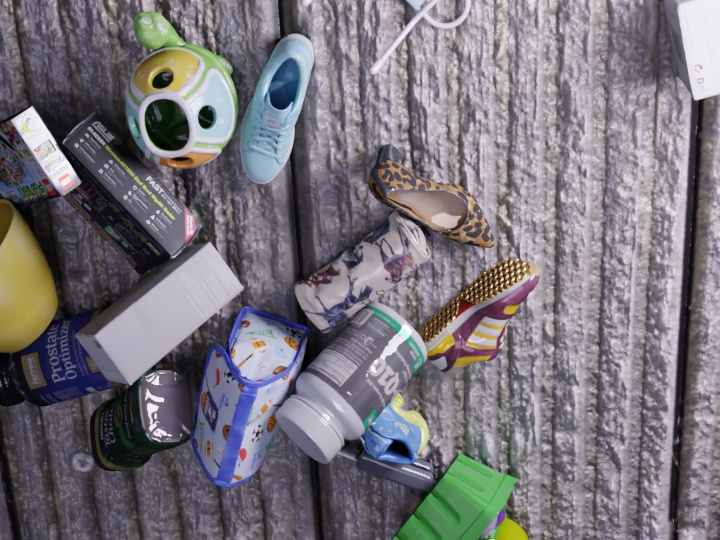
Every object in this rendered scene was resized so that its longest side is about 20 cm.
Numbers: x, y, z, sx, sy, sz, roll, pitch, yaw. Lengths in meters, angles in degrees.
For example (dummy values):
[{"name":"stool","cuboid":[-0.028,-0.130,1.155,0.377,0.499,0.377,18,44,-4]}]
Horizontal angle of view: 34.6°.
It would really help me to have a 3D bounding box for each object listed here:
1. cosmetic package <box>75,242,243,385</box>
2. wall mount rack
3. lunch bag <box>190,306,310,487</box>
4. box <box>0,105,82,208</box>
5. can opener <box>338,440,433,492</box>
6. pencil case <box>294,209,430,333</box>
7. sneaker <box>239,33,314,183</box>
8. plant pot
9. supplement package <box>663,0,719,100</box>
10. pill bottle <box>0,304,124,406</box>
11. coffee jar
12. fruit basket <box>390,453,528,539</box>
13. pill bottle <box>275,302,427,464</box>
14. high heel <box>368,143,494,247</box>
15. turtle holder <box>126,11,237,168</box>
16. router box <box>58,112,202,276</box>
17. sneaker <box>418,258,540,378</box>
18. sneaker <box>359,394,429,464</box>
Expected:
[{"name":"cosmetic package","cuboid":[-0.263,0.055,1.507,0.200,0.107,0.091,-43,107,-20]},{"name":"wall mount rack","cuboid":[0.033,-0.345,1.382,0.200,0.075,0.174,43,110,-11]},{"name":"lunch bag","cuboid":[-0.153,0.169,1.545,0.122,0.200,0.172,16,114,-2]},{"name":"box","cuboid":[-0.429,-0.139,1.465,0.199,0.035,0.111,-4,121,57]},{"name":"can opener","cuboid":[0.015,0.256,1.643,0.198,0.053,0.067,25,112,-5]},{"name":"pencil case","cuboid":[0.000,0.000,1.527,0.199,0.090,0.078,-36,132,18]},{"name":"sneaker","cuboid":[-0.113,-0.196,1.454,0.073,0.082,0.202,16,113,0]},{"name":"plant pot","cuboid":[-0.489,0.028,1.540,0.199,0.201,0.142,-29,126,16]},{"name":"supplement package","cuboid":[0.466,-0.291,1.339,0.198,0.117,0.119,-14,110,11]},{"name":"pill bottle","cuboid":[-0.412,0.124,1.599,0.198,0.112,0.113,-16,110,11]},{"name":"coffee jar","cuboid":[-0.304,0.211,1.589,0.084,0.106,0.200,3,158,-33]},{"name":"fruit basket","cuboid":[0.165,0.391,1.645,0.213,0.155,0.219,4,103,19]},{"name":"pill bottle","cuboid":[-0.013,0.148,1.519,0.113,0.113,0.200,48,70,-14]},{"name":"high heel","cuboid":[0.091,-0.071,1.452,0.199,0.143,0.072,38,111,-10]},{"name":"turtle holder","cuboid":[-0.221,-0.215,1.422,0.139,0.132,0.187,17,113,-1]},{"name":"router box","cuboid":[-0.310,-0.093,1.482,0.200,0.062,0.149,48,153,-13]},{"name":"sneaker","cuboid":[0.173,0.065,1.546,0.199,0.075,0.090,-36,113,25]},{"name":"sneaker","cuboid":[0.013,0.195,1.590,0.199,0.105,0.076,35,111,-9]}]
